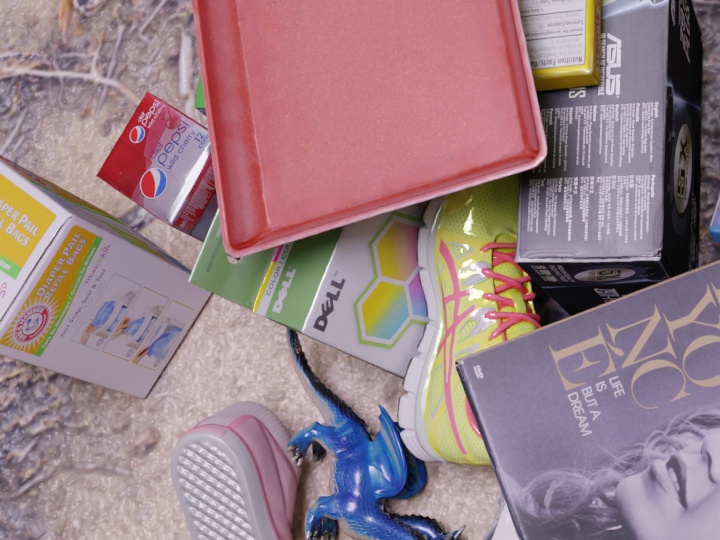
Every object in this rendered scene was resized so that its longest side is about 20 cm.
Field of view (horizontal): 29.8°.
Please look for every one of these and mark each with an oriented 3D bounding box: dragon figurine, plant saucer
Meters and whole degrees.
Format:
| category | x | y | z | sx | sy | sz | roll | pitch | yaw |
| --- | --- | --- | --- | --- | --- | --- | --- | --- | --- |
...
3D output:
| category | x | y | z | sx | sy | sz | roll | pitch | yaw |
| --- | --- | --- | --- | --- | --- | --- | --- | --- | --- |
| dragon figurine | 0.009 | 0.125 | 0.902 | 0.099 | 0.059 | 0.202 | -16 | 72 | 16 |
| plant saucer | 0.002 | -0.123 | 0.781 | 0.199 | 0.037 | 0.201 | -16 | 73 | 23 |

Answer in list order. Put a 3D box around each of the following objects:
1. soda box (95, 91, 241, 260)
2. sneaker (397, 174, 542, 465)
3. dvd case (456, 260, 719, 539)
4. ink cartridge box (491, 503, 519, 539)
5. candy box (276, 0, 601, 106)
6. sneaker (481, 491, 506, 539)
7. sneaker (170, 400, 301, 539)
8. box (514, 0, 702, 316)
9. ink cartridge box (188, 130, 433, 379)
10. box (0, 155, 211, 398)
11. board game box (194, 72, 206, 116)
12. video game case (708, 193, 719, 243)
| category | x | y | z | sx | sy | sz | roll | pitch | yaw |
| --- | --- | --- | --- | --- | --- | --- | --- | --- | --- |
| soda box | -0.086 | -0.047 | 0.904 | 0.070 | 0.200 | 0.064 | 32 | 90 | 25 |
| sneaker | 0.084 | 0.027 | 0.835 | 0.090 | 0.078 | 0.202 | 14 | 100 | 54 |
| dvd case | 0.167 | 0.084 | 0.713 | 0.199 | 0.016 | 0.150 | -20 | 86 | -9 |
| ink cartridge box | 0.184 | 0.165 | 0.768 | 0.199 | 0.084 | 0.146 | 23 | 85 | -4 |
| candy box | 0.045 | -0.151 | 0.802 | 0.198 | 0.026 | 0.103 | -2 | 78 | 25 |
| sneaker | 0.125 | 0.116 | 0.861 | 0.085 | 0.077 | 0.200 | 34 | 83 | 34 |
| sneaker | -0.070 | 0.184 | 0.918 | 0.075 | 0.105 | 0.202 | -5 | 104 | 17 |
| box | 0.159 | -0.083 | 0.840 | 0.085 | 0.164 | 0.202 | -1 | 76 | 21 |
| ink cartridge box | 0.000 | 0.000 | 0.859 | 0.059 | 0.199 | 0.105 | 17 | 82 | 51 |
| box | -0.209 | 0.004 | 0.938 | 0.112 | 0.200 | 0.102 | 33 | 90 | 25 |
| board game box | 0.012 | -0.099 | 0.907 | 0.198 | 0.153 | 0.041 | 4 | 78 | 21 |
| video game case | 0.309 | -0.099 | 0.828 | 0.142 | 0.018 | 0.201 | 9 | 66 | 34 |
